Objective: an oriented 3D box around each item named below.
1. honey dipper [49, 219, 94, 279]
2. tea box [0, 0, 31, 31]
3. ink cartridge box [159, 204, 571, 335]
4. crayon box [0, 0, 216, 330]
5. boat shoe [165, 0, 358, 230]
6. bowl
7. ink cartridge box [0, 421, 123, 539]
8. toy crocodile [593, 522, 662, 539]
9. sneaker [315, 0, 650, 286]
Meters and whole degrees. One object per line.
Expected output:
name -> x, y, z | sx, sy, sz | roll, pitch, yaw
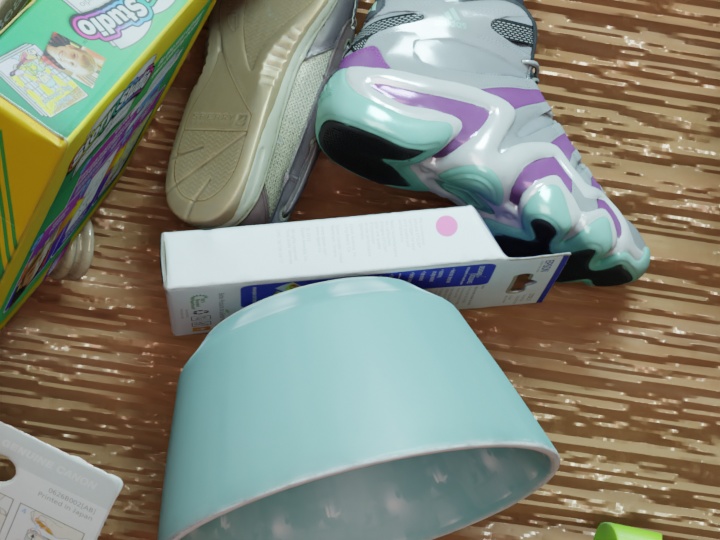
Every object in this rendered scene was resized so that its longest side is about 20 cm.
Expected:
honey dipper -> -0.228, -0.016, 0.919 | 0.199, 0.038, 0.038 | 1, 89, -34
tea box -> -0.205, -0.151, 0.891 | 0.133, 0.197, 0.200 | 35, 87, -2
ink cartridge box -> 0.000, 0.000, 0.944 | 0.199, 0.095, 0.037 | -3, 75, -4
crayon box -> -0.143, -0.064, 0.860 | 0.058, 0.200, 0.173 | 32, 129, -2
boat shoe -> -0.039, -0.105, 0.964 | 0.072, 0.065, 0.201 | 8, 71, 33
bowl -> -0.012, 0.073, 0.913 | 0.200, 0.201, 0.105 | -15, 71, -3
ink cartridge box -> -0.213, 0.129, 0.914 | 0.162, 0.050, 0.201 | 26, 118, -2
toy crocodile -> 0.110, 0.226, 0.966 | 0.067, 0.062, 0.201 | 25, 89, -2
sneaker -> 0.083, -0.087, 0.966 | 0.200, 0.078, 0.140 | 30, 66, -23
